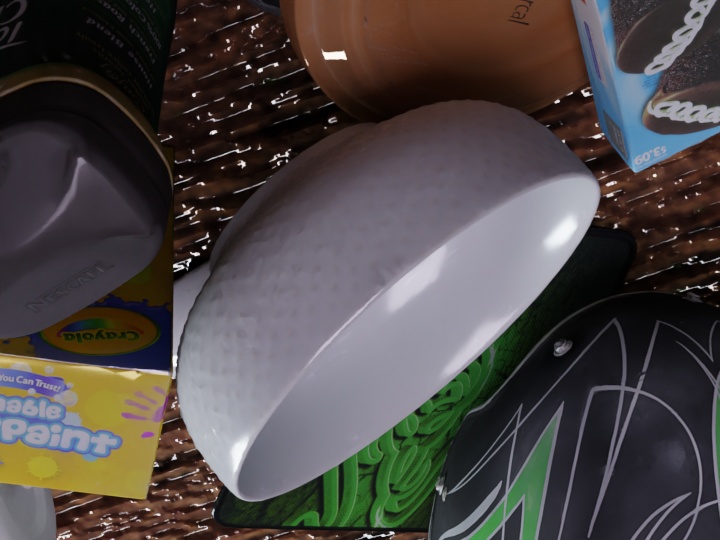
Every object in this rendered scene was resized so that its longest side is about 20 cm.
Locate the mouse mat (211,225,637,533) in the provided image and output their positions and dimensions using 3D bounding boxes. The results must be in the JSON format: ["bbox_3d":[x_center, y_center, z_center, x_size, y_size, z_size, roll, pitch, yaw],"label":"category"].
[{"bbox_3d":[0.030,0.053,1.129,0.160,0.008,0.200,5,128,-30],"label":"mouse mat"}]

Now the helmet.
[{"bbox_3d":[0.134,0.118,1.096,0.199,0.201,0.191,19,146,-17],"label":"helmet"}]

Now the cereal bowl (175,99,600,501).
[{"bbox_3d":[0.000,0.000,0.979,0.083,0.200,0.200,50,117,15],"label":"cereal bowl"}]

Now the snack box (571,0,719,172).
[{"bbox_3d":[0.183,-0.132,0.975,0.200,0.037,0.116,-26,133,-6],"label":"snack box"}]

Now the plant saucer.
[{"bbox_3d":[0.063,-0.133,0.962,0.200,0.032,0.201,-19,140,-16],"label":"plant saucer"}]

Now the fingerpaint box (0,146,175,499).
[{"bbox_3d":[-0.182,0.008,1.012,0.199,0.167,0.074,7,125,-10],"label":"fingerpaint box"}]

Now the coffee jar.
[{"bbox_3d":[-0.126,-0.064,0.941,0.104,0.200,0.085,-30,123,17],"label":"coffee jar"}]

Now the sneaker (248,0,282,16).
[{"bbox_3d":[-0.035,-0.180,0.921,0.079,0.095,0.201,9,125,10],"label":"sneaker"}]

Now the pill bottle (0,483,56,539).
[{"bbox_3d":[-0.252,0.125,1.125,0.199,0.113,0.113,-19,125,9],"label":"pill bottle"}]

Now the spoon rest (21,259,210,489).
[{"bbox_3d":[-0.075,0.037,1.117,0.199,0.061,0.100,-20,128,-6],"label":"spoon rest"}]
